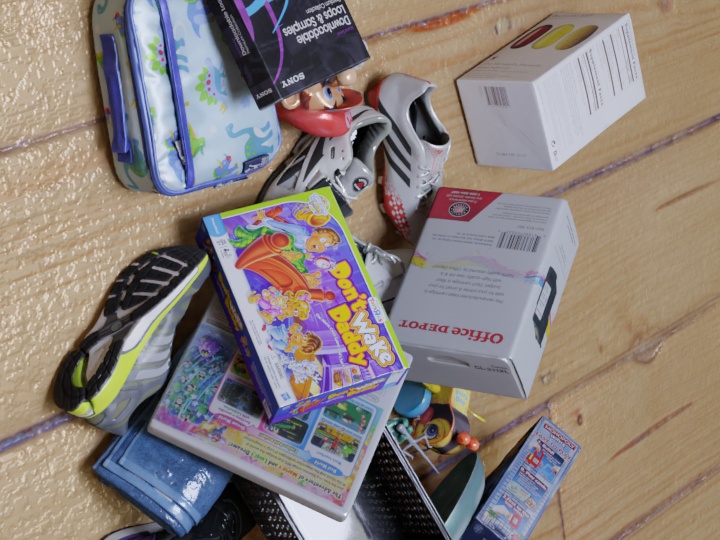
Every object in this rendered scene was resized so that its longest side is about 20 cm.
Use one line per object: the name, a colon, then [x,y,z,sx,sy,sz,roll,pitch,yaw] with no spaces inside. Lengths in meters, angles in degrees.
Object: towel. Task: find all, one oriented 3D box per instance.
towel: [-0.152,0.143,1.496,0.112,0.049,0.200,36,62,-1]

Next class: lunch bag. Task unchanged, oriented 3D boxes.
lunch bag: [-0.161,-0.172,1.455,0.161,0.082,0.200,-18,108,-41]

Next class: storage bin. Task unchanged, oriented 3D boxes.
storage bin: [-0.018,0.232,1.544,0.135,0.094,0.200,-32,95,-24]

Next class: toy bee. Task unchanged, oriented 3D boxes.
toy bee: [0.095,0.160,1.751,0.131,0.109,0.200,5,92,-47]

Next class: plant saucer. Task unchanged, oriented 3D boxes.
plant saucer: [0.078,0.284,1.704,0.027,0.200,0.200,34,66,-2]

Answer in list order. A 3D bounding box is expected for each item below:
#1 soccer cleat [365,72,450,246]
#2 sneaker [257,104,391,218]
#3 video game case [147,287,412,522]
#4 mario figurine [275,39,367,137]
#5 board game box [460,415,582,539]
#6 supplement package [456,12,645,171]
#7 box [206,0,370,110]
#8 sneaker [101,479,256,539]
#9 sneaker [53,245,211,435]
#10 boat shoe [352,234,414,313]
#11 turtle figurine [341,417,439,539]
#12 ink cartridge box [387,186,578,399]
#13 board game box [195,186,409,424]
soccer cleat: [0.062,-0.113,1.692,0.069,0.085,0.200,-29,116,-40]
sneaker: [-0.035,-0.085,1.594,0.074,0.088,0.200,42,67,-43]
video game case: [-0.072,0.114,1.485,0.200,0.024,0.182,26,60,-3]
mario figurine: [-0.044,-0.225,1.544,0.123,0.106,0.200,-27,111,-18]
board game box: [0.156,0.264,1.766,0.062,0.200,0.200,41,52,3]
supplement package: [0.222,-0.209,1.825,0.200,0.114,0.110,-38,122,-38]
box: [-0.081,-0.260,1.448,0.143,0.036,0.200,-33,102,-47]
sneaker: [-0.152,0.265,1.521,0.200,0.088,0.076,-24,113,-42]
sneaker: [-0.201,0.062,1.464,0.200,0.074,0.081,-54,140,-18]
boat shoe: [-0.004,-0.002,1.644,0.202,0.075,0.086,-21,128,-36]
turtle figurine: [-0.016,0.215,1.650,0.200,0.101,0.150,32,57,-28]
ink cartridge box: [0.124,0.021,1.633,0.200,0.146,0.083,-67,151,-29]
board game box: [-0.056,0.029,1.492,0.134,0.045,0.200,-16,69,-23]
